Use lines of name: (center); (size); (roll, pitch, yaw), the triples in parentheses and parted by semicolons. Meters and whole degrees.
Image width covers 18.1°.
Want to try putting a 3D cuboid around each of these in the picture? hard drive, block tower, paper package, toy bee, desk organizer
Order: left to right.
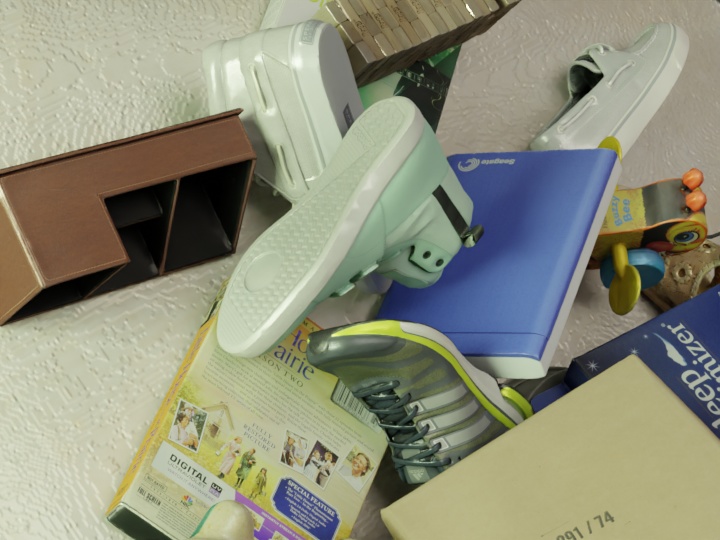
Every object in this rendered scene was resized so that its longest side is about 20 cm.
desk organizer: (-0.151, -0.035, 1.425); (0.200, 0.072, 0.077); (-19, 79, -41)
block tower: (0.035, -0.179, 1.610); (0.200, 0.058, 0.054); (-29, 83, -42)
hard drive: (0.091, -0.007, 1.557); (0.025, 0.132, 0.200); (65, 36, -38)
paper package: (0.144, 0.179, 1.396); (0.200, 0.104, 0.191); (-31, 42, -8)
toy bee: (0.202, -0.042, 1.622); (0.200, 0.109, 0.131); (-20, 67, -17)

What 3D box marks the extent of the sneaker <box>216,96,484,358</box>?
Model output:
sneaker: (0.000, 0.000, 1.460); (0.201, 0.074, 0.118); (-51, 129, -14)

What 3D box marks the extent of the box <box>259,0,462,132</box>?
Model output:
box: (-0.003, -0.153, 1.628); (0.144, 0.036, 0.200); (31, 51, -18)

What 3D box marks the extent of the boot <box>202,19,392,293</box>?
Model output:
boot: (-0.042, -0.073, 1.529); (0.074, 0.095, 0.201); (-57, 137, -56)

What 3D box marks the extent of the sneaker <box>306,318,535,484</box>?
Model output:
sneaker: (0.039, 0.092, 1.451); (0.200, 0.074, 0.081); (32, 57, -38)

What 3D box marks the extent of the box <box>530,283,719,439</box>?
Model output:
box: (0.228, 0.087, 1.563); (0.200, 0.032, 0.121); (-26, 62, -30)

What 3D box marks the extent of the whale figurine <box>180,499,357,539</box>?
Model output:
whale figurine: (-0.074, 0.213, 1.321); (0.200, 0.104, 0.160); (-13, 90, -47)

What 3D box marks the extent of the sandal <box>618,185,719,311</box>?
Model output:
sandal: (0.264, 0.013, 1.706); (0.078, 0.070, 0.212); (-21, 78, -42)

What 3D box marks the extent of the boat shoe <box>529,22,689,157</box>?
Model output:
boat shoe: (0.188, -0.138, 1.746); (0.069, 0.072, 0.200); (43, 57, -9)

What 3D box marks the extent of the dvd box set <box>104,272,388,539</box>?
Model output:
dvd box set: (-0.061, 0.115, 1.432); (0.146, 0.029, 0.200); (36, 49, -15)

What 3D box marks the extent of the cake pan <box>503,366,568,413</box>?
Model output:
cake pan: (0.168, 0.153, 1.577); (0.200, 0.037, 0.201); (18, 55, -28)
